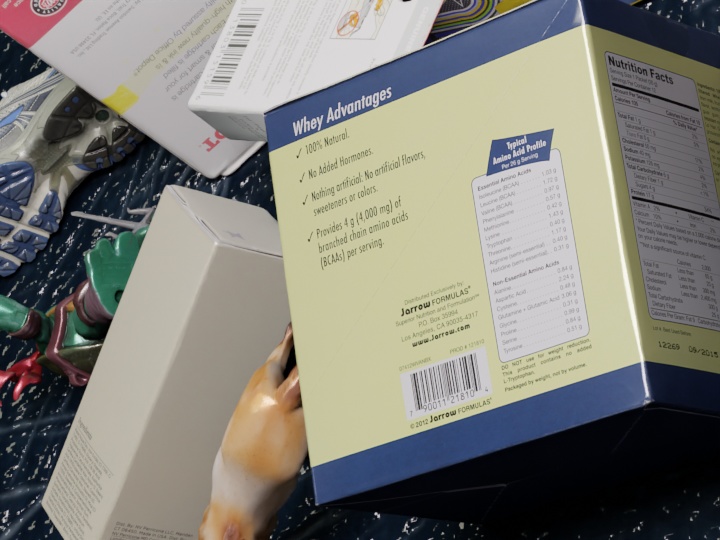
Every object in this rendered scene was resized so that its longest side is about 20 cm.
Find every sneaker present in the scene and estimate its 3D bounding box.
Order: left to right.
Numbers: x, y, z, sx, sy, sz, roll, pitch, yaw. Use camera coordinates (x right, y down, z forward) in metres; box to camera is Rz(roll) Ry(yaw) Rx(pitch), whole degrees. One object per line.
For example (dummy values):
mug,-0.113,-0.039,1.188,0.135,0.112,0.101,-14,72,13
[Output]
sneaker,-0.210,-0.070,1.886,0.200,0.077,0.085,-38,32,10

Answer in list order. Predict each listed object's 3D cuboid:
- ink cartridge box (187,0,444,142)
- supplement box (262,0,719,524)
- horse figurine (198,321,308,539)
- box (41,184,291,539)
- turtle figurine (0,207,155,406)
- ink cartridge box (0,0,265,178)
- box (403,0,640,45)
ink cartridge box,0.010,-0.162,1.627,0.173,0.044,0.201,8,68,48
supplement box,0.079,-0.001,1.436,0.199,0.134,0.201,-20,70,35
horse figurine,-0.046,0.095,1.548,0.133,0.050,0.201,-61,-5,-59
box,-0.100,0.063,1.621,0.082,0.068,0.201,47,118,54
turtle figurine,-0.154,0.017,1.738,0.149,0.101,0.200,-23,5,-32
ink cartridge box,-0.110,-0.166,1.739,0.145,0.200,0.084,-40,38,17
box,0.117,-0.178,1.618,0.199,0.070,0.065,-24,46,32
